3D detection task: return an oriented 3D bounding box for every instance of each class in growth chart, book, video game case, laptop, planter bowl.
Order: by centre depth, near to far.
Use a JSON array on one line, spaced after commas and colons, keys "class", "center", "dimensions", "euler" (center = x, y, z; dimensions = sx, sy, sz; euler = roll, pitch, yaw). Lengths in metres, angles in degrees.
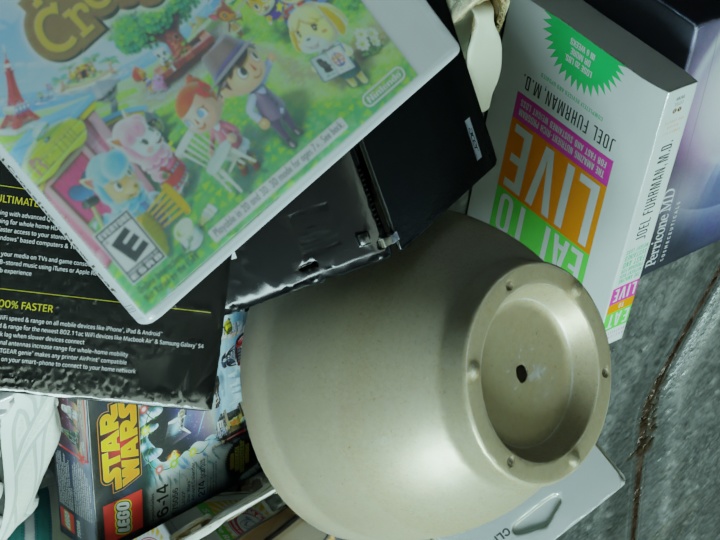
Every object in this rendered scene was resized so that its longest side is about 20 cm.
[{"class": "video game case", "center": [-0.077, -0.109, 0.587], "dimensions": [0.200, 0.022, 0.182], "euler": [-43, 102, -22]}, {"class": "laptop", "center": [-0.040, -0.091, 0.707], "dimensions": [0.200, 0.103, 0.177], "euler": [-20, 107, 1]}, {"class": "planter bowl", "center": [0.052, 0.056, 0.765], "dimensions": [0.200, 0.135, 0.200], "euler": [4, 84, -42]}, {"class": "growth chart", "center": [-0.102, 0.155, 0.805], "dimensions": [0.200, 0.018, 0.145], "euler": [-26, 172, -35]}, {"class": "book", "center": [0.136, -0.065, 0.868], "dimensions": [0.048, 0.134, 0.200], "euler": [-21, 137, -29]}]

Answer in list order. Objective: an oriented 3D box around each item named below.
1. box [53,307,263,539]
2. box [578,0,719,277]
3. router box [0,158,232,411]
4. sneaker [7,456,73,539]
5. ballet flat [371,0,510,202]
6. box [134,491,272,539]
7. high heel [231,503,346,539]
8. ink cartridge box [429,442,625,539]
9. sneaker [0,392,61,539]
[{"class": "box", "center": [-0.107, 0.043, 0.759], "dimensions": [0.137, 0.040, 0.200], "euler": [-23, 124, -41]}, {"class": "box", "center": [0.231, -0.127, 0.912], "dimensions": [0.198, 0.123, 0.200], "euler": [-22, 137, -26]}, {"class": "router box", "center": [-0.154, -0.022, 0.591], "dimensions": [0.200, 0.051, 0.149], "euler": [8, 89, -24]}, {"class": "sneaker", "center": [-0.211, 0.140, 0.782], "dimensions": [0.200, 0.070, 0.093], "euler": [-41, 115, -29]}, {"class": "ballet flat", "center": [0.047, -0.094, 0.814], "dimensions": [0.067, 0.062, 0.200], "euler": [-22, 138, -28]}, {"class": "box", "center": [-0.079, 0.255, 0.905], "dimensions": [0.101, 0.200, 0.113], "euler": [5, 125, -47]}, {"class": "high heel", "center": [-0.053, 0.152, 0.814], "dimensions": [0.200, 0.071, 0.143], "euler": [5, 114, -43]}, {"class": "ink cartridge box", "center": [0.106, 0.189, 1.063], "dimensions": [0.144, 0.084, 0.200], "euler": [-35, 168, -14]}, {"class": "sneaker", "center": [-0.184, 0.060, 0.686], "dimensions": [0.081, 0.075, 0.200], "euler": [-30, 142, -58]}]
